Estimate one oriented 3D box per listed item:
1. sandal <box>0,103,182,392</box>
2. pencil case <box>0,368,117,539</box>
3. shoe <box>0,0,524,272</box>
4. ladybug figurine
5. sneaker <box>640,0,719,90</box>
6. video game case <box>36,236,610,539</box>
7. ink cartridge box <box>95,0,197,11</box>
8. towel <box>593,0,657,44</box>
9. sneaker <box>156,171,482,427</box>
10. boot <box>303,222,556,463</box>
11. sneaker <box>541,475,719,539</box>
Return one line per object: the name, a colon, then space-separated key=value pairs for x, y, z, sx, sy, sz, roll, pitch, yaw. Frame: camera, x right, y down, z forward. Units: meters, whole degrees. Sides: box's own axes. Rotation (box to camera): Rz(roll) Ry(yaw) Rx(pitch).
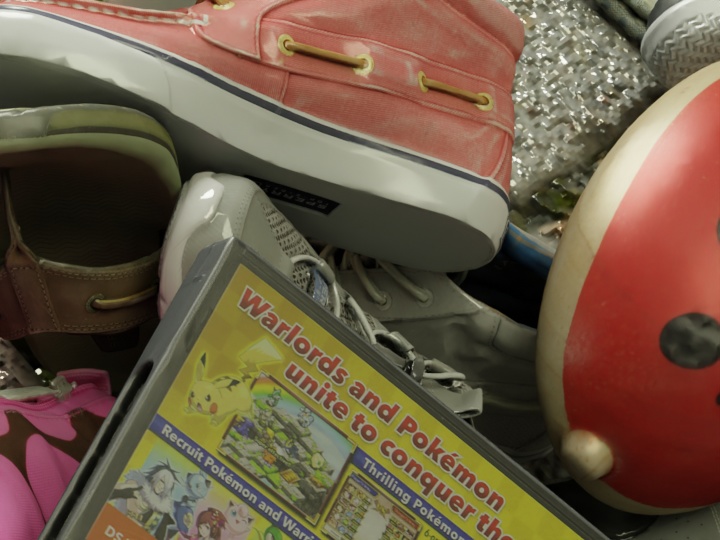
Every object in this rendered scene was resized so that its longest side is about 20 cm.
sandal: x=-0.090 y=0.002 z=0.966 sx=0.079 sy=0.201 sz=0.058 roll=-8 pitch=63 yaw=8
pencil case: x=-0.119 y=0.076 z=0.906 sx=0.090 sy=0.200 sz=0.094 roll=6 pitch=89 yaw=15
shoe: x=-0.036 y=-0.072 z=0.988 sx=0.199 sy=0.071 sz=0.092 roll=18 pitch=67 yaw=-21
ladybug figurine: x=0.138 y=0.005 z=1.039 sx=0.200 sy=0.072 sz=0.136 roll=-49 pitch=119 yaw=-28
sneaker: x=0.163 y=-0.146 z=1.234 sx=0.199 sy=0.076 sz=0.114 roll=-26 pitch=71 yaw=-39
video game case: x=-0.008 y=0.121 z=0.874 sx=0.200 sy=0.025 sz=0.181 roll=39 pitch=61 yaw=-19
ink cartridge box: x=-0.080 y=-0.159 z=1.084 sx=0.146 sy=0.084 sz=0.200 roll=-14 pitch=33 yaw=-33
towel: x=0.209 y=-0.124 z=1.296 sx=0.200 sy=0.035 sz=0.193 roll=40 pitch=50 yaw=2
sneaker: x=0.001 y=0.035 z=0.990 sx=0.200 sy=0.082 sz=0.075 roll=54 pitch=40 yaw=-42
boot: x=0.000 y=0.000 z=1.069 sx=0.199 sy=0.096 sz=0.074 roll=21 pitch=52 yaw=-13
sneaker: x=0.067 y=0.142 z=1.037 sx=0.115 sy=0.075 sz=0.200 roll=33 pitch=55 yaw=22
